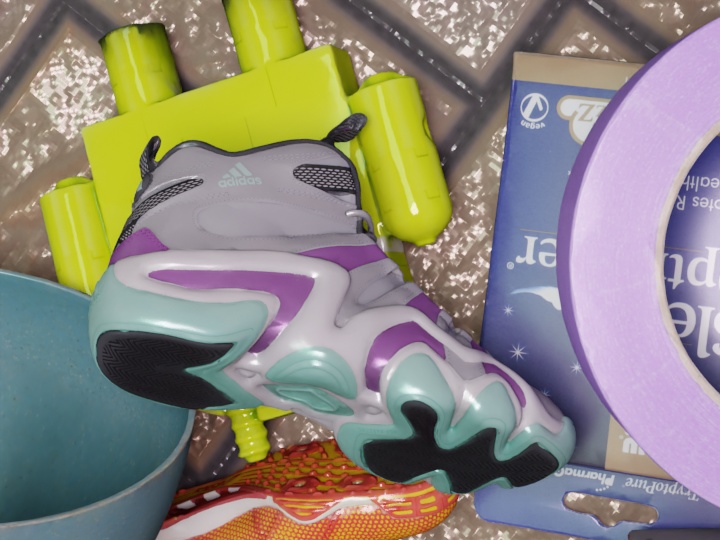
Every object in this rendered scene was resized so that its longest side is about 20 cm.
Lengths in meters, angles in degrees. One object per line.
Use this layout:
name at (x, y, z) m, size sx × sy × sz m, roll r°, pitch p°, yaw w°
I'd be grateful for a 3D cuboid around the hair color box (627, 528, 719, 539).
hair color box at (0.197, 0.131, 0.695) m, size 0.200 × 0.111 × 0.064 m, roll -1°, pitch 89°, yaw 10°

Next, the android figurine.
android figurine at (-0.049, -0.020, 0.815) m, size 0.182 × 0.041 × 0.200 m, roll -15°, pitch 84°, yaw 15°

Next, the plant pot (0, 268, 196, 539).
plant pot at (-0.173, 0.100, 0.741) m, size 0.200 × 0.200 × 0.135 m, roll 19°, pitch 116°, yaw 16°

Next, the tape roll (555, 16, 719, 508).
tape roll at (0.176, -0.004, 0.708) m, size 0.200 × 0.066 × 0.201 m, roll 0°, pitch 92°, yaw 1°

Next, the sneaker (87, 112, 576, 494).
sneaker at (0.000, 0.000, 0.743) m, size 0.200 × 0.078 × 0.140 m, roll 21°, pitch 54°, yaw -18°

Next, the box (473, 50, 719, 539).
box at (0.112, 0.016, 0.772) m, size 0.121 × 0.032 × 0.200 m, roll 7°, pitch 94°, yaw 17°

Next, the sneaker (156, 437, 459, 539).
sneaker at (-0.043, 0.124, 0.809) m, size 0.200 × 0.073 × 0.077 m, roll -20°, pitch 100°, yaw 23°
